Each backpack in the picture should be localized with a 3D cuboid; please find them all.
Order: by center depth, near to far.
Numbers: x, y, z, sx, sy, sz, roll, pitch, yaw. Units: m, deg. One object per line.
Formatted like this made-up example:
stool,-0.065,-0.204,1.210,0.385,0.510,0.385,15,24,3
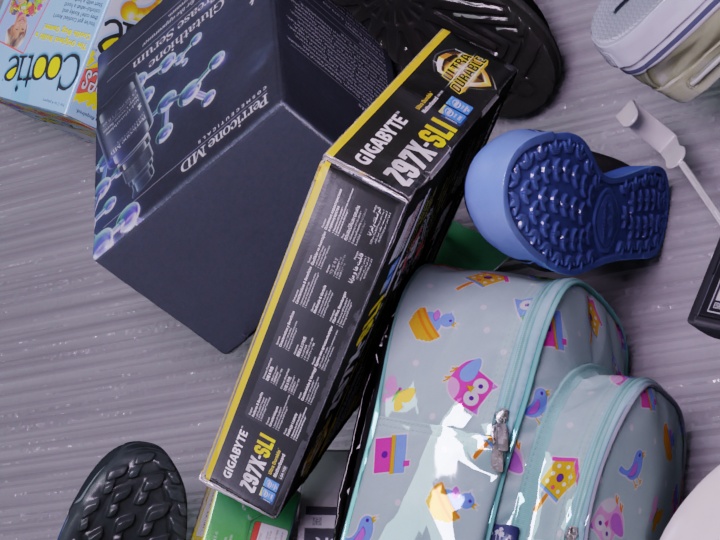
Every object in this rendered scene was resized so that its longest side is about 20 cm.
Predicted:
backpack,0.075,0.097,1.079,0.153,0.176,0.200,-1,75,23

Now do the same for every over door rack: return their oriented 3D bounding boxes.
over door rack,0.228,-0.063,1.059,0.148,0.067,0.200,-46,38,15

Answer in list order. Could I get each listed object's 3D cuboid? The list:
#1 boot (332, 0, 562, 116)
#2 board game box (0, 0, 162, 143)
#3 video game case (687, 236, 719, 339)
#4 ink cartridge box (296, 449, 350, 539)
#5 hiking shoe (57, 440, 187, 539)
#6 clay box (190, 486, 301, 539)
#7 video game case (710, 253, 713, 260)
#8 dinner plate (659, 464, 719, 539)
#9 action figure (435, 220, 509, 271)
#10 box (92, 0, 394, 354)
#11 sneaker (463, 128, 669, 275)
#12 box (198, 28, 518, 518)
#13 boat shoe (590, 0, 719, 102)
boot,0.050,-0.197,1.269,0.079,0.211,0.158,-49,2,46
board game box,-0.147,-0.183,1.416,0.105,0.103,0.200,17,85,43
video game case,0.251,-0.040,0.944,0.200,0.025,0.181,13,78,49
ink cartridge box,-0.017,0.201,1.136,0.039,0.099,0.200,1,52,2
hiking shoe,-0.152,0.175,1.266,0.087,0.074,0.200,-119,43,-59
clay box,-0.074,0.171,1.203,0.048,0.200,0.115,16,82,-3
video game case,0.281,0.007,1.041,0.182,0.023,0.200,-43,52,19
dinner plate,0.220,0.163,0.985,0.200,0.024,0.200,-3,79,17
action figure,0.016,-0.004,1.246,0.118,0.055,0.200,-57,41,10
box,-0.065,-0.081,1.268,0.148,0.107,0.200,-38,34,23
sneaker,0.085,-0.034,1.099,0.078,0.200,0.070,6,89,28
box,0.000,0.000,1.078,0.049,0.160,0.200,29,125,9
boat shoe,0.198,-0.161,1.056,0.200,0.062,0.072,-41,33,25
